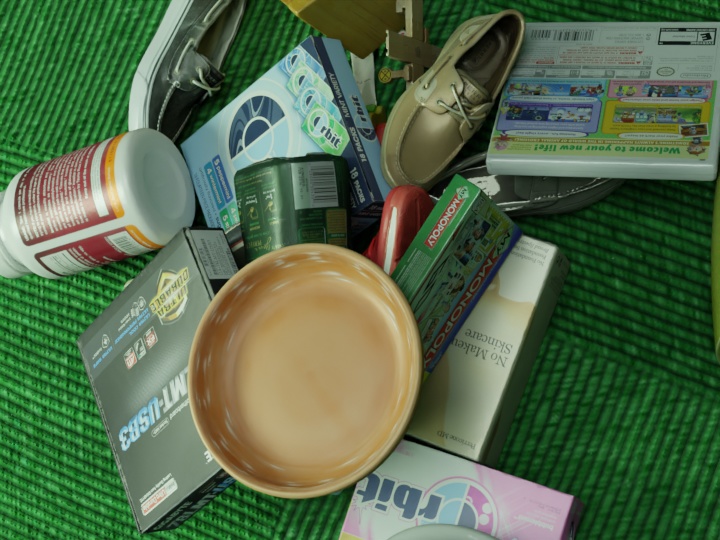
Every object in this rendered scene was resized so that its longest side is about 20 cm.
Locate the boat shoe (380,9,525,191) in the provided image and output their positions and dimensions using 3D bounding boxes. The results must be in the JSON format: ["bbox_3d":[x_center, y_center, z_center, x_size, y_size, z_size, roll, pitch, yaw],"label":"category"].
[{"bbox_3d":[0.083,-0.154,1.398,0.071,0.064,0.201,36,68,-18],"label":"boat shoe"}]

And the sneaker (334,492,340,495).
[{"bbox_3d":[-0.084,0.111,1.442,0.198,0.080,0.132,22,87,11],"label":"sneaker"}]

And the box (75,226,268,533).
[{"bbox_3d":[-0.156,0.097,1.369,0.200,0.049,0.200,-40,61,38],"label":"box"}]

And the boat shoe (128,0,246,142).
[{"bbox_3d":[-0.168,-0.200,1.538,0.070,0.072,0.202,14,80,23],"label":"boat shoe"}]

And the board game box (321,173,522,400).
[{"bbox_3d":[0.055,0.028,1.309,0.029,0.134,0.201,33,90,25],"label":"board game box"}]

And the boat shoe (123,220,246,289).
[{"bbox_3d":[-0.157,0.000,1.461,0.200,0.071,0.063,-37,64,40],"label":"boat shoe"}]

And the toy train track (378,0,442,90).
[{"bbox_3d":[0.040,-0.158,1.453,0.032,0.114,0.202,-3,86,30],"label":"toy train track"}]

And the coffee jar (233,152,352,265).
[{"bbox_3d":[-0.050,0.005,1.351,0.104,0.085,0.202,-9,85,54],"label":"coffee jar"}]

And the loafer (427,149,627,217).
[{"bbox_3d":[0.152,-0.084,1.415,0.198,0.070,0.071,-17,74,13],"label":"loafer"}]

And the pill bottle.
[{"bbox_3d":[-0.267,-0.057,1.506,0.198,0.113,0.114,-15,73,26],"label":"pill bottle"}]

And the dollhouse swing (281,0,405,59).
[{"bbox_3d":[-0.025,-0.336,1.474,0.176,0.181,0.200,-48,62,11],"label":"dollhouse swing"}]

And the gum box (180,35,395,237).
[{"bbox_3d":[-0.069,-0.091,1.454,0.200,0.044,0.171,-35,67,37],"label":"gum box"}]

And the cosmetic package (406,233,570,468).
[{"bbox_3d":[0.103,0.063,1.397,0.104,0.071,0.202,17,83,20],"label":"cosmetic package"}]

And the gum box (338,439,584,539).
[{"bbox_3d":[0.091,0.226,1.366,0.198,0.066,0.114,16,82,19],"label":"gum box"}]

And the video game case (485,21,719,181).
[{"bbox_3d":[0.223,-0.153,1.394,0.198,0.022,0.183,3,50,17],"label":"video game case"}]

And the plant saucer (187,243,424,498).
[{"bbox_3d":[-0.041,0.080,1.240,0.198,0.037,0.202,-5,75,19],"label":"plant saucer"}]

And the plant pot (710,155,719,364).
[{"bbox_3d":[0.366,-0.037,1.298,0.185,0.187,0.202,-14,60,13],"label":"plant pot"}]

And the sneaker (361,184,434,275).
[{"bbox_3d":[0.000,0.000,1.395,0.115,0.078,0.202,24,128,25],"label":"sneaker"}]

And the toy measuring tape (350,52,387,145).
[{"bbox_3d":[-0.002,-0.151,1.478,0.073,0.074,0.202,-8,76,15],"label":"toy measuring tape"}]

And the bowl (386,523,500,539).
[{"bbox_3d":[0.070,0.319,1.291,0.199,0.090,0.203,10,114,23],"label":"bowl"}]
